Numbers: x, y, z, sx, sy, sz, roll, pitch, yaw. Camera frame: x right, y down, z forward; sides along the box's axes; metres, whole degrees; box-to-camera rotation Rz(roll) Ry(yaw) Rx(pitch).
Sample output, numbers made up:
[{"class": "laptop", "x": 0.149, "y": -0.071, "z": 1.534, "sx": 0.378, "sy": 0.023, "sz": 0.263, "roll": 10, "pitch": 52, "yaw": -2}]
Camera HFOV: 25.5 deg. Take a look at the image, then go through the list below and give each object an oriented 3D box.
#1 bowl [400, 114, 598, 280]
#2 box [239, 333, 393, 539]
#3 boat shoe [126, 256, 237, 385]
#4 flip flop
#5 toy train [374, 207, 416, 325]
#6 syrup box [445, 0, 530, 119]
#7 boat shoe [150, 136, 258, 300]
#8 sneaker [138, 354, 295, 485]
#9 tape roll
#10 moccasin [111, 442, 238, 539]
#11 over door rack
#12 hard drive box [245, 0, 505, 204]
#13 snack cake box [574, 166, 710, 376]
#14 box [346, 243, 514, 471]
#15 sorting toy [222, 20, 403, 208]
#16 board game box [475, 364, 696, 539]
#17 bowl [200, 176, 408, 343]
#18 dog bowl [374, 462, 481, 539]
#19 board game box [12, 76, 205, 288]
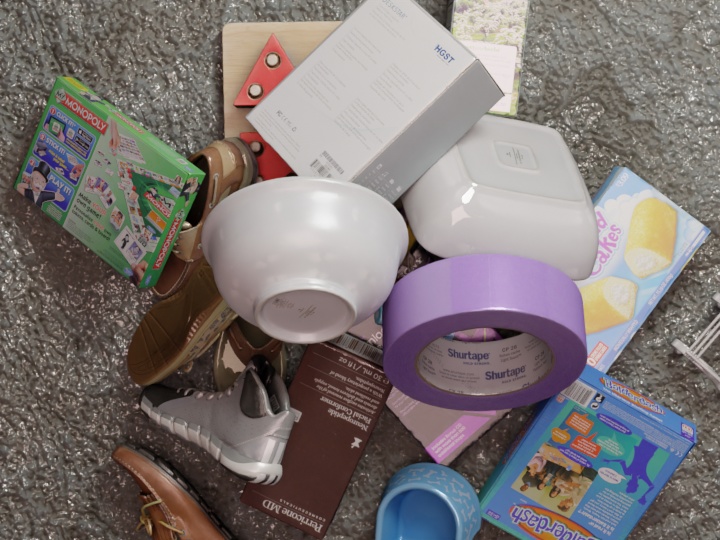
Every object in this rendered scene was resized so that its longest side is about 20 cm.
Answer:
[{"class": "bowl", "x": 0.142, "y": -0.086, "z": 1.585, "sx": 0.200, "sy": 0.200, "sz": 0.075, "roll": 9, "pitch": 129, "yaw": -17}, {"class": "box", "x": -0.040, "y": 0.166, "z": 1.658, "sx": 0.100, "sy": 0.075, "sz": 0.200, "roll": 24, "pitch": 105, "yaw": 3}, {"class": "boat shoe", "x": -0.166, "y": 0.051, "z": 1.656, "sx": 0.200, "sy": 0.063, "sz": 0.073, "roll": -43, "pitch": 56, "yaw": 24}, {"class": "flip flop", "x": -0.108, "y": 0.060, "z": 1.679, "sx": 0.081, "sy": 0.058, "sz": 0.200, "roll": 12, "pitch": 93, "yaw": 0}, {"class": "toy train", "x": 0.000, "y": 0.000, "z": 1.620, "sx": 0.200, "sy": 0.056, "sz": 0.150, "roll": 12, "pitch": 84, "yaw": -18}, {"class": "syrup box", "x": 0.130, "y": -0.259, "z": 1.649, "sx": 0.079, "sy": 0.081, "sz": 0.200, "roll": 6, "pitch": 93, "yaw": -2}, {"class": "boat shoe", "x": -0.178, "y": -0.053, "z": 1.637, "sx": 0.076, "sy": 0.072, "sz": 0.200, "roll": 42, "pitch": 120, "yaw": 27}, {"class": "sneaker", "x": -0.137, "y": 0.131, "z": 1.641, "sx": 0.200, "sy": 0.075, "sz": 0.116, "roll": 26, "pitch": 97, "yaw": 35}, {"class": "tape roll", "x": 0.121, "y": 0.064, "z": 1.565, "sx": 0.200, "sy": 0.200, "sz": 0.066, "roll": 0, "pitch": 57, "yaw": 0}, {"class": "moccasin", "x": -0.196, "y": 0.267, "z": 1.688, "sx": 0.078, "sy": 0.074, "sz": 0.201, "roll": -40, "pitch": 102, "yaw": -6}, {"class": "over door rack", "x": 0.448, "y": 0.092, "z": 1.666, "sx": 0.200, "sy": 0.067, "sz": 0.148, "roll": 42, "pitch": 93, "yaw": 19}, {"class": "hard drive box", "x": 0.012, "y": -0.160, "z": 1.550, "sx": 0.200, "sy": 0.077, "sz": 0.156, "roll": -43, "pitch": 54, "yaw": 3}, {"class": "snack cake box", "x": 0.257, "y": 0.003, "z": 1.670, "sx": 0.115, "sy": 0.067, "sz": 0.200, "roll": 36, "pitch": 93, "yaw": -3}, {"class": "box", "x": 0.075, "y": 0.092, "z": 1.691, "sx": 0.143, "sy": 0.036, "sz": 0.200, "roll": -42, "pitch": 91, "yaw": 2}, {"class": "sorting toy", "x": -0.045, "y": -0.162, "z": 1.661, "sx": 0.200, "sy": 0.070, "sz": 0.199, "roll": -1, "pitch": 93, "yaw": 1}, {"class": "board game box", "x": 0.232, "y": 0.208, "z": 1.660, "sx": 0.152, "sy": 0.045, "sz": 0.200, "roll": 30, "pitch": 114, "yaw": -2}, {"class": "bowl", "x": -0.051, "y": 0.007, "z": 1.498, "sx": 0.201, "sy": 0.201, "sz": 0.090, "roll": -3, "pitch": 55, "yaw": 0}, {"class": "dog bowl", "x": 0.064, "y": 0.306, "z": 1.676, "sx": 0.111, "sy": 0.050, "sz": 0.200, "roll": 7, "pitch": 100, "yaw": 17}, {"class": "board game box", "x": -0.260, "y": -0.091, "z": 1.625, "sx": 0.200, "sy": 0.029, "sz": 0.135, "roll": 36, "pitch": 111, "yaw": 25}]
